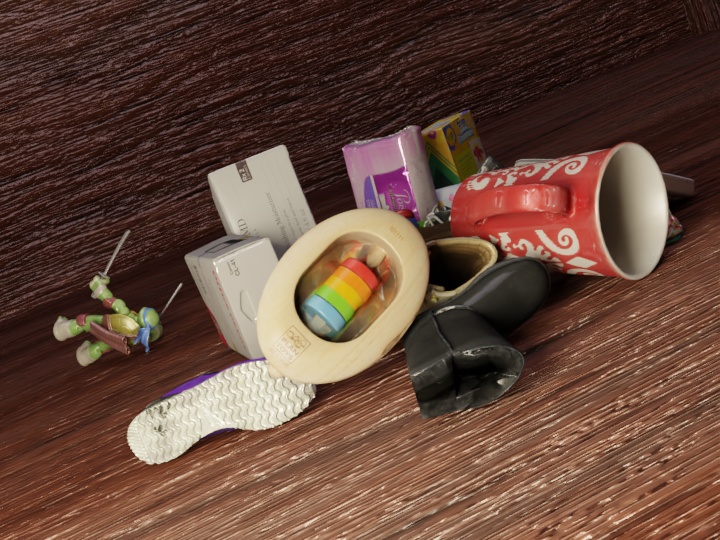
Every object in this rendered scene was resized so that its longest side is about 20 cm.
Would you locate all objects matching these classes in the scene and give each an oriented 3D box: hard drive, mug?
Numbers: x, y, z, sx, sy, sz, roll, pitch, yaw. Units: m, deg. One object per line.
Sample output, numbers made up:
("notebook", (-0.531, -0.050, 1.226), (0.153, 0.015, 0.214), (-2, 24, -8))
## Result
("hard drive", (0.302, -0.113, 1.177), (0.199, 0.027, 0.131), (3, 3, -43))
("mug", (0.190, -0.069, 0.997), (0.199, 0.177, 0.134), (-1, 57, 48))

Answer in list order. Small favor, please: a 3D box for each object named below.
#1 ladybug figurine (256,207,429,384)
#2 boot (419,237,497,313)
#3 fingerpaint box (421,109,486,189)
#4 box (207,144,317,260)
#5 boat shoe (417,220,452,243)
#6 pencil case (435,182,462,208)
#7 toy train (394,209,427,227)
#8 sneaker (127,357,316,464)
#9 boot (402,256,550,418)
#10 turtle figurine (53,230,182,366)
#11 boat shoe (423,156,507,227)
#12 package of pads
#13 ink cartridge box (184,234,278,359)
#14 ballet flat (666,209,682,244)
("ladybug figurine", (-0.019, 0.028, 0.918), (0.200, 0.136, 0.072), (-43, -5, -17))
("boot", (0.040, 0.028, 1.015), (0.199, 0.073, 0.155), (-20, -11, -16))
("fingerpaint box", (0.167, -0.183, 1.702), (0.073, 0.168, 0.200), (-16, 12, 25))
("box", (-0.145, -0.066, 1.524), (0.130, 0.200, 0.200), (-22, -4, -8))
("boat shoe", (0.080, -0.016, 1.132), (0.198, 0.065, 0.071), (-11, 19, -15))
("pencil case", (0.137, -0.092, 1.531), (0.199, 0.084, 0.090), (-14, -9, 38))
("toy train", (0.074, -0.023, 1.353), (0.115, 0.085, 0.200), (-8, -14, -23))
("sneaker", (-0.136, 0.127, 0.978), (0.199, 0.070, 0.100), (-19, 8, 11))
("boot", (0.112, 0.053, 0.849), (0.164, 0.066, 0.200), (-33, 4, 4))
("turtle figurine", (-0.414, 0.072, 1.640), (0.193, 0.201, 0.144), (-21, -25, 21))
("boat shoe", (0.117, -0.056, 1.212), (0.200, 0.068, 0.074), (-50, -2, 16))
("package of pads", (0.056, -0.114, 1.476), (0.120, 0.202, 0.076), (-9, 10, 36))
("ink cartridge box", (-0.158, 0.033, 1.296), (0.085, 0.149, 0.200), (-26, 12, -19))
("ballet flat", (0.296, -0.065, 1.117), (0.075, 0.064, 0.200), (-23, 11, -16))
